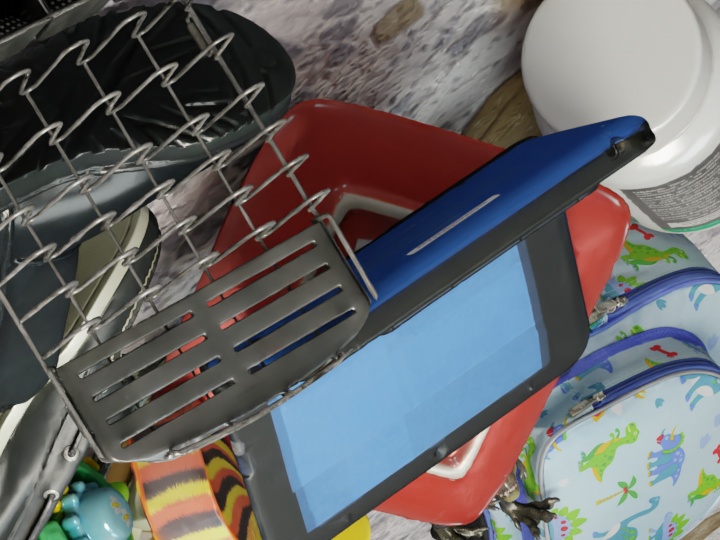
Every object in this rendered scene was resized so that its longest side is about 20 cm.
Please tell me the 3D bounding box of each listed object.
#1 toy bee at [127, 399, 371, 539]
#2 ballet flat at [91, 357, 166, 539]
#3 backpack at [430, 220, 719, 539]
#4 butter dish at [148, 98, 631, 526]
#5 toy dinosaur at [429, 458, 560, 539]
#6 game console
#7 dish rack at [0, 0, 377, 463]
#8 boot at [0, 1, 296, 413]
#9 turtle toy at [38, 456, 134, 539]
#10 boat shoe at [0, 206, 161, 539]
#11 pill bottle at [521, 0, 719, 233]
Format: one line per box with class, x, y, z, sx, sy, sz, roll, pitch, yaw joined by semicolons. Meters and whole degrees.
toy bee;-0.045;0.152;1.345;0.131;0.109;0.200;-35;133;28
ballet flat;-0.119;0.135;1.464;0.074;0.074;0.201;12;94;-66
backpack;0.137;0.076;1.614;0.200;0.147;0.183;-32;138;-19
butter dish;0.000;0.000;1.395;0.199;0.148;0.200;16;112;-25
toy dinosaur;0.049;0.118;1.520;0.200;0.088;0.048;-10;-138;58
game console;0.043;0.034;1.243;0.200;0.119;0.171;-35;-170;-22
dish rack;-0.085;-0.032;1.092;0.153;0.200;0.055;-30;177;-24
boot;-0.131;-0.019;1.200;0.200;0.076;0.168;-23;152;-26
turtle toy;-0.193;0.139;1.376;0.200;0.146;0.101;-24;136;-35
boat shoe;-0.138;0.061;1.297;0.066;0.074;0.200;31;85;-32
pill bottle;0.156;-0.091;1.511;0.113;0.113;0.200;-42;161;7
